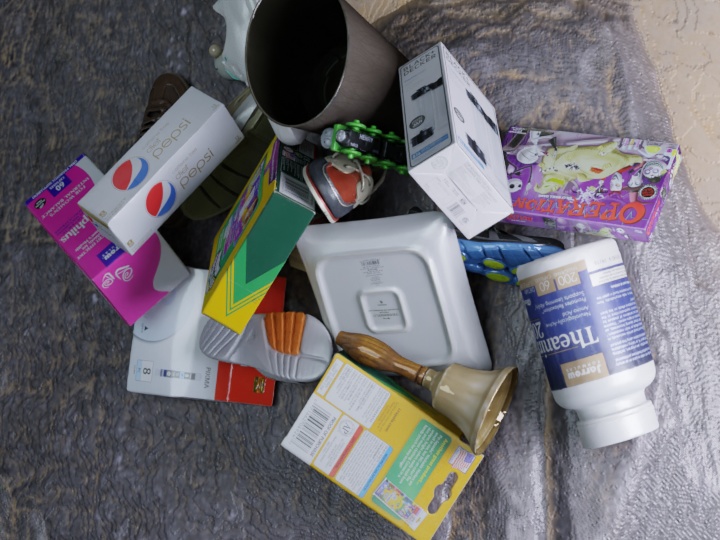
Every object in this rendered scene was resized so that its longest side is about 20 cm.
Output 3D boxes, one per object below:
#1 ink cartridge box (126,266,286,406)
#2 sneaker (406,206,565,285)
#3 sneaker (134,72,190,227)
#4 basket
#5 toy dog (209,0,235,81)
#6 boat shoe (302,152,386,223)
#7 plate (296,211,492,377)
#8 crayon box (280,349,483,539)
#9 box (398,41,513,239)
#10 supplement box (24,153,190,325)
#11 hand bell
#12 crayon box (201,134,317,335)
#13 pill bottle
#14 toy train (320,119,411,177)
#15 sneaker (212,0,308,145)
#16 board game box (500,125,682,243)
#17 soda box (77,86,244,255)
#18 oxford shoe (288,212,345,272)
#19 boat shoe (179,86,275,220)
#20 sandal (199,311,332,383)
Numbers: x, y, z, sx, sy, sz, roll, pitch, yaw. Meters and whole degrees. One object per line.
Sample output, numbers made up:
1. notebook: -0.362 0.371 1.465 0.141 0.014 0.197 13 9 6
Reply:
1. ink cartridge box: -0.191 0.079 1.785 0.198 0.047 0.162 3 84 31
2. sneaker: 0.133 -0.037 1.607 0.197 0.071 0.083 9 56 19
3. sneaker: -0.249 -0.158 1.835 0.070 0.075 0.202 -8 79 27
4. basket: -0.019 -0.219 1.641 0.135 0.199 0.182 -19 69 27
5. toy dog: -0.128 -0.332 1.766 0.201 0.096 0.132 -63 29 -2
6. boat shoe: -0.015 -0.101 1.635 0.062 0.200 0.072 -25 92 13
7. plate: 0.031 0.038 1.620 0.198 0.032 0.202 -5 114 29
8. crayon box: 0.027 0.197 1.625 0.199 0.052 0.126 34 100 9
9. box: 0.101 -0.143 1.567 0.060 0.117 0.201 -31 33 21
10. supplement box: -0.314 -0.040 1.798 0.101 0.104 0.200 -41 49 -9
11. hand bell: 0.062 0.112 1.588 0.199 0.104 0.105 24 95 19
12. crayon box: -0.114 -0.049 1.672 0.058 0.200 0.173 27 113 -13
13. pill bottle: 0.240 0.077 1.505 0.110 0.111 0.202 -19 85 25
14. toy train: 0.031 -0.130 1.612 0.056 0.199 0.042 8 87 41
15. sneaker: -0.118 -0.234 1.697 0.088 0.075 0.202 -19 82 25
16. board game box: 0.232 -0.095 1.560 0.198 0.032 0.121 9 61 29
17. soda box: -0.233 -0.118 1.708 0.068 0.064 0.200 30 73 39
18. oxford shoe: 0.000 0.000 1.694 0.199 0.071 0.074 29 122 28
19. boat shoe: -0.155 -0.151 1.789 0.200 0.075 0.068 -48 44 3
20. sandal: -0.101 0.089 1.718 0.205 0.059 0.080 9 74 40
